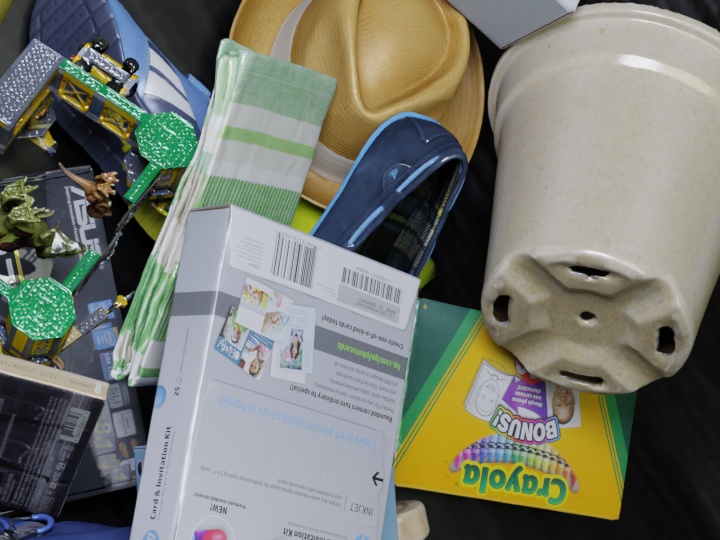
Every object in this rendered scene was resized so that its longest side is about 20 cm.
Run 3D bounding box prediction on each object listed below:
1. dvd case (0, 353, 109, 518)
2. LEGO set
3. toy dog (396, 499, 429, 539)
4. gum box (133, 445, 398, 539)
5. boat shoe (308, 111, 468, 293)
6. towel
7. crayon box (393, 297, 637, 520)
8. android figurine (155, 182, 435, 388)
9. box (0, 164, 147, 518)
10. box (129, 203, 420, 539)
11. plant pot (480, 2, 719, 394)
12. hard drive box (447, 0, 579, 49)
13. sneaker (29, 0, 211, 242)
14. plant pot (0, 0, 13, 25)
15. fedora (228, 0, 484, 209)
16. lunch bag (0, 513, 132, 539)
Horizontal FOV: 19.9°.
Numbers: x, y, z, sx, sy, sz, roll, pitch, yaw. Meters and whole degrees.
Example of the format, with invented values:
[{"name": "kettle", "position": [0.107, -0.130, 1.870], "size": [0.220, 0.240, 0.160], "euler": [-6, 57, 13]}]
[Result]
[{"name": "dvd case", "position": [-0.249, 0.076, 1.135], "size": [0.198, 0.149, 0.016], "euler": [16, 55, -10]}, {"name": "LEGO set", "position": [-0.191, -0.027, 1.177], "size": [0.153, 0.116, 0.201], "euler": [27, 59, -5]}, {"name": "toy dog", "position": [-0.033, 0.207, 1.310], "size": [0.198, 0.096, 0.133], "euler": [5, 88, -8]}, {"name": "gum box", "position": [-0.048, 0.193, 1.194], "size": [0.169, 0.044, 0.202], "euler": [-4, 91, -44]}, {"name": "boat shoe", "position": [0.000, 0.000, 1.261], "size": [0.084, 0.069, 0.201], "euler": [13, 103, -37]}, {"name": "towel", "position": [-0.078, -0.029, 1.204], "size": [0.023, 0.152, 0.202], "euler": [20, 94, 21]}, {"name": "crayon box", "position": [0.089, 0.092, 1.350], "size": [0.199, 0.058, 0.120], "euler": [12, 84, -35]}, {"name": "android figurine", "position": [-0.045, 0.030, 1.328], "size": [0.200, 0.041, 0.182], "euler": [-44, 104, -22]}, {"name": "box", "position": [-0.224, 0.048, 1.246], "size": [0.160, 0.049, 0.202], "euler": [-10, 90, -25]}, {"name": "box", "position": [-0.044, 0.082, 1.148], "size": [0.155, 0.041, 0.202], "euler": [20, 72, -42]}, {"name": "plant pot", "position": [0.159, -0.033, 1.299], "size": [0.200, 0.200, 0.184], "euler": [34, 48, -17]}, {"name": "hard drive box", "position": [0.068, -0.268, 1.304], "size": [0.200, 0.077, 0.157], "euler": [39, 56, -22]}, {"name": "sneaker", "position": [-0.135, -0.099, 1.280], "size": [0.201, 0.074, 0.082], "euler": [58, 27, 9]}, {"name": "plant pot", "position": [-0.265, -0.201, 1.179], "size": [0.201, 0.200, 0.142], "euler": [53, 56, -12]}, {"name": "fedora", "position": [0.011, -0.134, 1.321], "size": [0.199, 0.082, 0.202], "euler": [8, 70, -23]}, {"name": "lunch bag", "position": [-0.182, 0.235, 1.179], "size": [0.136, 0.131, 0.202], "euler": [-38, 124, -63]}]
